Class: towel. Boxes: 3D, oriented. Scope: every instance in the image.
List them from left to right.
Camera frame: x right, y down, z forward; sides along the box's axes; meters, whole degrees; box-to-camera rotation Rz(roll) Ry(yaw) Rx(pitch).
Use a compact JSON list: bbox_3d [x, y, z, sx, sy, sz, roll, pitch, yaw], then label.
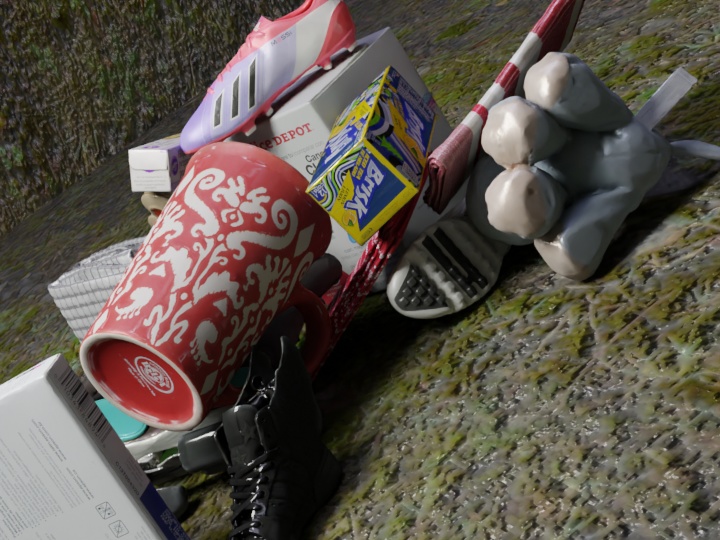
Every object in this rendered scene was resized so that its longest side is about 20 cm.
[{"bbox_3d":[-0.196,0.050,1.482,0.085,0.167,0.199,-38,16,-36],"label":"towel"},{"bbox_3d":[0.000,0.000,1.320,0.201,0.022,0.145,-58,3,34],"label":"towel"},{"bbox_3d":[0.117,-0.144,1.249,0.201,0.023,0.144,-53,-7,-10],"label":"towel"}]

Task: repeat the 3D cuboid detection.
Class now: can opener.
[{"bbox_3d":[-0.120,0.157,1.238,0.199,0.067,0.053,-26,-18,19],"label":"can opener"}]

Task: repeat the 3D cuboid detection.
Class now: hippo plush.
[{"bbox_3d":[0.153,-0.097,1.225,0.200,0.160,0.161,-39,17,-16],"label":"hippo plush"}]

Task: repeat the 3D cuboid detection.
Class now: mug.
[{"bbox_3d":[-0.104,0.026,1.191,0.201,0.177,0.134,-59,2,-38],"label":"mug"}]

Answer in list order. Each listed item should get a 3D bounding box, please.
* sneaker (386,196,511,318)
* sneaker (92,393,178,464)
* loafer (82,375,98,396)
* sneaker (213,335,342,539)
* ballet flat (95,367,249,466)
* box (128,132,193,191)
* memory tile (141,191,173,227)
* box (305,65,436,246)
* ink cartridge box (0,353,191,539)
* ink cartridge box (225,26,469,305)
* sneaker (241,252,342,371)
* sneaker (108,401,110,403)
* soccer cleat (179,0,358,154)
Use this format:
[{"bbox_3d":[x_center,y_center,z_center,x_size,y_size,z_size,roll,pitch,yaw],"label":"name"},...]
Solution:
[{"bbox_3d":[0.083,-0.016,1.312,0.200,0.075,0.081,-41,6,-39],"label":"sneaker"},{"bbox_3d":[-0.232,0.151,1.400,0.199,0.084,0.077,-24,18,32],"label":"sneaker"},{"bbox_3d":[-0.247,0.141,1.474,0.073,0.071,0.200,-50,2,-39],"label":"loafer"},{"bbox_3d":[-0.073,0.141,1.083,0.060,0.105,0.200,-22,20,32],"label":"sneaker"},{"bbox_3d":[-0.166,0.138,1.302,0.198,0.070,0.070,-15,20,13],"label":"ballet flat"},{"bbox_3d":[-0.163,-0.108,1.453,0.041,0.039,0.200,0,12,15],"label":"box"},{"bbox_3d":[-0.133,-0.013,1.472,0.200,0.152,0.017,92,-160,-69],"label":"memory tile"},{"bbox_3d":[0.012,-0.098,1.259,0.070,0.064,0.200,-42,12,21],"label":"box"},{"bbox_3d":[-0.243,0.186,1.120,0.199,0.197,0.043,-27,16,21],"label":"ink cartridge box"},{"bbox_3d":[-0.004,-0.098,1.459,0.145,0.201,0.145,-16,23,47],"label":"ink cartridge box"},{"bbox_3d":[-0.086,0.062,1.374,0.200,0.091,0.076,-39,-14,-19],"label":"sneaker"},{"bbox_3d":[-0.140,0.055,1.288,0.073,0.081,0.201,-61,2,46],"label":"sneaker"},{"bbox_3d":[-0.092,-0.183,1.387,0.199,0.077,0.067,-38,18,-7],"label":"soccer cleat"}]
